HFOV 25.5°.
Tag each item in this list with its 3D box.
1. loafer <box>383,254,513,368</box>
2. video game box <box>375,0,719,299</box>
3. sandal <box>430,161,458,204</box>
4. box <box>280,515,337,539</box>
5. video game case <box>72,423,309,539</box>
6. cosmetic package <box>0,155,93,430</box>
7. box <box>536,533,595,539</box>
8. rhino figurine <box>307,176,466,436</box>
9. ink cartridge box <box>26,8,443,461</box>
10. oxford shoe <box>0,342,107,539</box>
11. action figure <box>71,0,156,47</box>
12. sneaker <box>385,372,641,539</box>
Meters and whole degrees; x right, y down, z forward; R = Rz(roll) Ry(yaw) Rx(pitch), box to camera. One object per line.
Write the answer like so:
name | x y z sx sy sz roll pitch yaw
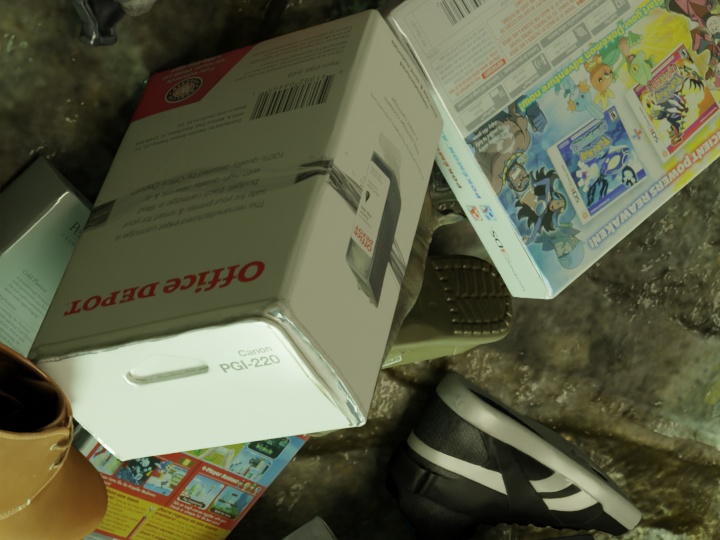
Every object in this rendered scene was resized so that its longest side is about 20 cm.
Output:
loafer | -0.005 0.027 0.926 0.200 0.076 0.067 7 149 -29
video game box | 0.121 -0.114 0.892 0.200 0.047 0.182 -38 105 -22
sandal | 0.055 -0.069 0.936 0.200 0.055 0.082 -11 116 -11
box | -0.094 0.237 0.960 0.200 0.048 0.158 -33 163 -13
video game case | -0.122 0.130 0.882 0.200 0.017 0.143 -50 140 6
cosmetic package | -0.158 0.057 0.865 0.151 0.052 0.200 -42 130 -1
box | 0.061 0.266 1.025 0.200 0.104 0.182 5 137 -49
rhino figurine | 0.000 0.000 0.849 0.087 0.060 0.200 54 52 -35
ink cartridge box | -0.054 -0.017 0.764 0.085 0.146 0.200 55 37 -35
oxford shoe | -0.154 0.080 0.712 0.071 0.071 0.200 -13 152 12
action figure | -0.079 -0.199 0.741 0.193 0.105 0.200 -27 130 -29
sneaker | 0.093 0.155 1.078 0.200 0.073 0.112 34 98 -32
